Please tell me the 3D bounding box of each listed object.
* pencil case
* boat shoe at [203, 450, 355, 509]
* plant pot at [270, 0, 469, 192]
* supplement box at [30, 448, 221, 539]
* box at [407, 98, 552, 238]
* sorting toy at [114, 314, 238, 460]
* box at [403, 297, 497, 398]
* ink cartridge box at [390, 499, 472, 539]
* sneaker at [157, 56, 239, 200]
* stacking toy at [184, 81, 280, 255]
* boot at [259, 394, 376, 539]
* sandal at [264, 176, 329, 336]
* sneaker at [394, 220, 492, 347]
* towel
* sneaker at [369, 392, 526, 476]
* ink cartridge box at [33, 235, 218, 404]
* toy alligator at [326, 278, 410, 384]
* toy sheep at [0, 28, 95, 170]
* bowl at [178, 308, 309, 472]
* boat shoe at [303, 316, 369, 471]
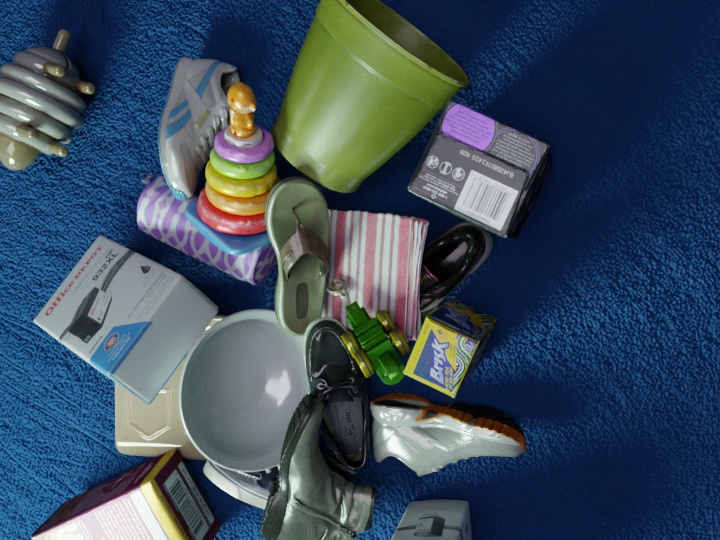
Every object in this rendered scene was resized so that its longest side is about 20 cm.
[{"bbox_3d":[-0.198,-0.055,1.110,0.198,0.086,0.084,27,135,12],"label":"pencil case"},{"bbox_3d":[-0.099,0.263,1.100,0.198,0.075,0.094,24,93,2],"label":"boat shoe"},{"bbox_3d":[-0.007,-0.205,1.008,0.200,0.200,0.194,41,112,9],"label":"plant pot"},{"bbox_3d":[-0.308,0.348,1.126,0.198,0.103,0.132,-26,98,13],"label":"supplement box"},{"bbox_3d":[0.141,-0.107,0.957,0.121,0.200,0.107,27,98,12],"label":"box"},{"bbox_3d":[-0.248,0.157,1.153,0.183,0.036,0.203,0,96,14],"label":"sorting toy"},{"bbox_3d":[0.107,0.083,0.971,0.064,0.200,0.071,24,99,11],"label":"box"},{"bbox_3d":[0.086,0.367,0.986,0.084,0.200,0.148,-5,91,14],"label":"ink cartridge box"},{"bbox_3d":[-0.205,-0.185,1.080,0.080,0.077,0.202,3,69,6],"label":"sneaker"},{"bbox_3d":[-0.139,-0.131,0.994,0.116,0.109,0.202,36,138,30],"label":"stacking toy"},{"bbox_3d":[-0.038,0.253,1.030,0.129,0.068,0.202,15,106,-5],"label":"boot"},{"bbox_3d":[-0.065,-0.013,1.009,0.079,0.057,0.203,-12,112,-22],"label":"sandal"},{"bbox_3d":[0.074,0.014,1.036,0.080,0.086,0.200,42,100,10],"label":"sneaker"},{"bbox_3d":[0.000,0.000,1.045,0.199,0.030,0.148,10,98,44],"label":"towel"},{"bbox_3d":[0.106,0.214,1.049,0.198,0.076,0.093,8,101,21],"label":"sneaker"},{"bbox_3d":[-0.299,0.056,1.068,0.199,0.084,0.146,21,70,41],"label":"ink cartridge box"},{"bbox_3d":[0.011,0.077,0.981,0.059,0.200,0.055,-30,126,-5],"label":"toy alligator"},{"bbox_3d":[-0.430,-0.228,1.136,0.137,0.138,0.202,23,82,12],"label":"toy sheep"},{"bbox_3d":[-0.147,0.146,1.074,0.199,0.090,0.204,-2,93,-31],"label":"bowl"},{"bbox_3d":[-0.026,0.158,1.045,0.074,0.066,0.202,-8,109,-5],"label":"boat shoe"}]
